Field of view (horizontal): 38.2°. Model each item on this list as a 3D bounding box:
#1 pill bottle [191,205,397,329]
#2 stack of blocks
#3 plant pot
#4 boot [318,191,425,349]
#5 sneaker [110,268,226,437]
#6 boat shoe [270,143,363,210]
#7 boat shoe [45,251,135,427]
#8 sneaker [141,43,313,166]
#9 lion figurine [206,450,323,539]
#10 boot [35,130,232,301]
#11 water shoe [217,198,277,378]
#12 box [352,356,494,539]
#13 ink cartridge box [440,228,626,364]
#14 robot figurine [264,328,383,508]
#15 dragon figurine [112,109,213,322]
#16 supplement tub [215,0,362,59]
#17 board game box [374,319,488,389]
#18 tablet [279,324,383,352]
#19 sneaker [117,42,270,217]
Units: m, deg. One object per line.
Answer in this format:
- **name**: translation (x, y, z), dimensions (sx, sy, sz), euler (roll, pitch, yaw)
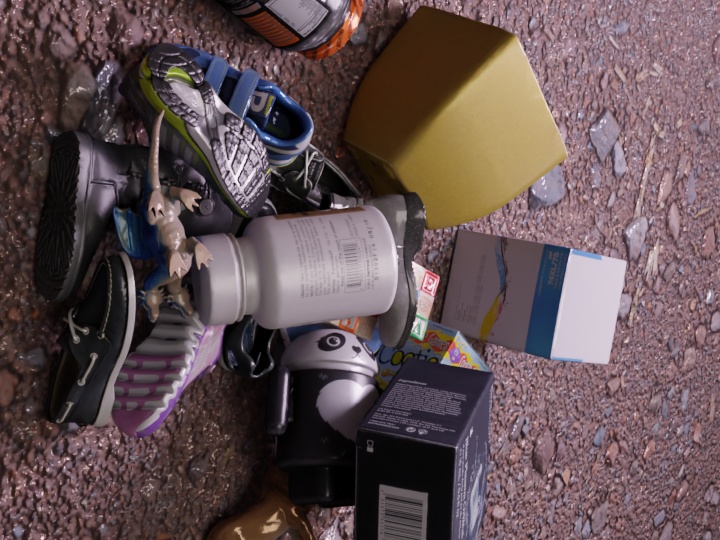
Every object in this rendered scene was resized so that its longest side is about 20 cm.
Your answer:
- **pill bottle**: translation (-0.070, -0.001, 1.073), dimensions (0.196, 0.114, 0.117), euler (-7, 106, -21)
- **stack of blocks**: translation (0.001, 0.025, 1.284), dimensions (0.198, 0.058, 0.117), euler (27, 76, -39)
- **plant pot**: translation (0.096, -0.169, 1.270), dimensions (0.200, 0.195, 0.195), euler (-43, 128, -10)
- **boot**: translation (0.000, 0.000, 1.206), dimensions (0.128, 0.068, 0.204), euler (-4, 116, -18)
- **sneaker**: translation (-0.191, 0.094, 1.098), dimensions (0.089, 0.079, 0.203), euler (69, 35, -48)
- **boat shoe**: translation (-0.066, -0.119, 1.191), dimensions (0.198, 0.070, 0.073), euler (28, 82, -42)
- **boat shoe**: translation (-0.263, 0.072, 1.005), dimensions (0.059, 0.076, 0.203), euler (1, 120, -29)
- **sneaker**: translation (-0.132, -0.179, 1.080), dimensions (0.197, 0.082, 0.075), euler (25, 78, -24)
- **lion figurine**: translation (-0.121, 0.305, 1.240), dimensions (0.198, 0.072, 0.124), euler (-33, 94, -28)
- **boot**: translation (-0.224, -0.046, 1.063), dimensions (0.198, 0.065, 0.168), euler (7, 97, -50)
- **water shoe**: translation (-0.111, 0.020, 1.175), dimensions (0.071, 0.078, 0.205), euler (2, 98, -45)
- **box**: translation (0.075, 0.234, 1.181), dimensions (0.200, 0.115, 0.201), euler (-45, 139, -65)
- **ink cartridge box**: translation (0.238, 0.035, 1.445), dimensions (0.145, 0.198, 0.149), euler (9, 93, -45)
- **robot figurine**: translation (-0.037, 0.170, 1.210), dimensions (0.151, 0.122, 0.204), euler (63, 27, -70)
- **dragon figurine**: translation (-0.197, -0.043, 0.996), dimensions (0.058, 0.098, 0.204), euler (-25, 104, -39)
- **supplement tub**: translation (-0.093, -0.312, 1.081), dimensions (0.199, 0.121, 0.125), euler (31, 78, -45)
- **board game box**: translation (0.064, 0.174, 1.363), dimensions (0.202, 0.104, 0.103), euler (-58, 136, -15)
- **tablet**: translation (-0.016, 0.066, 1.330), dimensions (0.199, 0.014, 0.132), euler (-39, 125, -33)
- **sneaker**: translation (-0.163, -0.134, 1.040), dimensions (0.201, 0.080, 0.074), euler (55, 52, -27)
